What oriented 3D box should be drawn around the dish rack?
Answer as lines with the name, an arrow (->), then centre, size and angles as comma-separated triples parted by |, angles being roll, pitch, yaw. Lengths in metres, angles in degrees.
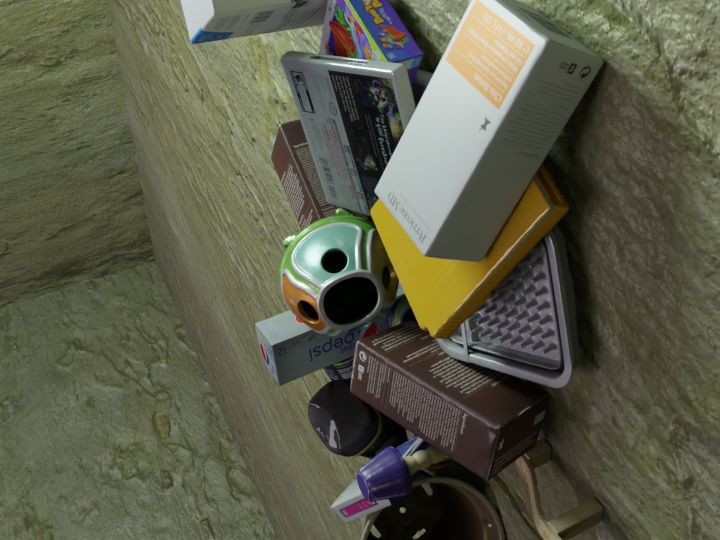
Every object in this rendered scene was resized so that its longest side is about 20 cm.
dish rack -> 0.140, 0.018, 0.787 | 0.199, 0.043, 0.174 | 12, 118, 55

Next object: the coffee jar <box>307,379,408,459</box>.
coffee jar -> 0.008, 0.222, 1.128 | 0.104, 0.085, 0.200 | 50, -171, 32

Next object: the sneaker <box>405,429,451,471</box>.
sneaker -> 0.083, 0.170, 1.080 | 0.201, 0.069, 0.090 | 61, 143, 24

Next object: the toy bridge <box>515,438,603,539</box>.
toy bridge -> 0.216, 0.256, 0.794 | 0.200, 0.067, 0.027 | 50, 151, 44

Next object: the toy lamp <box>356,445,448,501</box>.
toy lamp -> 0.089, 0.206, 0.884 | 0.058, 0.198, 0.059 | 50, 152, 41

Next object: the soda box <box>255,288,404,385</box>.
soda box -> -0.036, 0.078, 1.046 | 0.063, 0.198, 0.069 | 40, 145, 51

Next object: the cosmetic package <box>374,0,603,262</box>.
cosmetic package -> 0.100, -0.117, 0.658 | 0.102, 0.071, 0.201 | 54, 128, 41

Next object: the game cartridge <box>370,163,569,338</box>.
game cartridge -> 0.093, -0.058, 0.752 | 0.200, 0.032, 0.177 | -54, 46, 41

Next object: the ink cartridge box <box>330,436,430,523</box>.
ink cartridge box -> 0.034, 0.264, 0.998 | 0.037, 0.095, 0.200 | 46, 145, 5

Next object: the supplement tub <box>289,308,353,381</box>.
supplement tub -> -0.036, 0.080, 1.153 | 0.107, 0.107, 0.201 | 40, 163, 54

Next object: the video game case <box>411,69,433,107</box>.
video game case -> 0.078, -0.131, 0.881 | 0.200, 0.023, 0.184 | 38, 141, 56

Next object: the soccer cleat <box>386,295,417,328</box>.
soccer cleat -> 0.086, 0.127, 0.968 | 0.084, 0.064, 0.202 | -28, 81, 67

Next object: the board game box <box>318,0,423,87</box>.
board game box -> 0.000, -0.222, 0.906 | 0.135, 0.044, 0.201 | 61, 157, 23

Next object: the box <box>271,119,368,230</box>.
box -> -0.061, -0.116, 1.160 | 0.202, 0.074, 0.100 | 65, 159, 13

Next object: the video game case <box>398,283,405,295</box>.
video game case -> 0.098, 0.051, 0.992 | 0.200, 0.018, 0.144 | 54, 153, 40

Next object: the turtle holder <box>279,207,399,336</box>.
turtle holder -> -0.004, 0.010, 0.948 | 0.132, 0.183, 0.143 | -119, 32, -66

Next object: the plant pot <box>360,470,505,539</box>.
plant pot -> 0.079, 0.365, 1.098 | 0.183, 0.198, 0.203 | -170, 62, -80

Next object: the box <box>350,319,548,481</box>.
box -> 0.094, 0.136, 0.862 | 0.199, 0.100, 0.076 | 26, 120, 37

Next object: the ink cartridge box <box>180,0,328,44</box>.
ink cartridge box -> -0.102, -0.336, 0.919 | 0.146, 0.198, 0.085 | 5, 110, 67

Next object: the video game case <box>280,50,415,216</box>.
video game case -> 0.002, -0.145, 0.881 | 0.181, 0.023, 0.201 | 21, 140, 42
